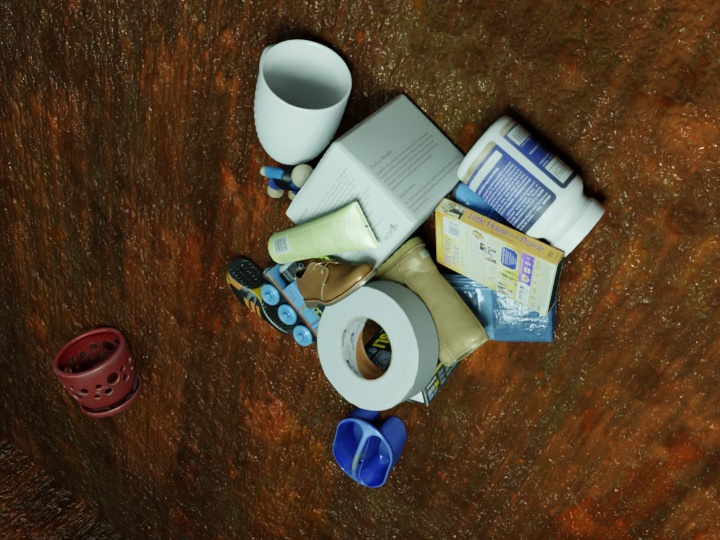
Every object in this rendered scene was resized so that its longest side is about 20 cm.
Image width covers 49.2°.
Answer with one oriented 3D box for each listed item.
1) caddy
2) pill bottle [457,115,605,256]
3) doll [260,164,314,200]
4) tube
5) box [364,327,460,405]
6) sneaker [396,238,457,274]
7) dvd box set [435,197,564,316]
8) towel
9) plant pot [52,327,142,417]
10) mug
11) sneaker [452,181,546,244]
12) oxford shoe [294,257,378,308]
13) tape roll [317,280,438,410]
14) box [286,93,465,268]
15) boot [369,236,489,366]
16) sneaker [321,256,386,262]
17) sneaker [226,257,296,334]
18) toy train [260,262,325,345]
[{"bbox_3d":[0.014,0.380,1.694,0.141,0.105,0.201,29,134,18],"label":"caddy"},{"bbox_3d":[0.247,-0.118,1.137,0.200,0.116,0.116,42,137,7],"label":"pill bottle"},{"bbox_3d":[-0.110,-0.157,1.373,0.200,0.135,0.049,173,105,-77],"label":"doll"},{"bbox_3d":[-0.058,-0.050,1.198,0.199,0.052,0.058,-13,154,43],"label":"tube"},{"bbox_3d":[0.094,0.143,1.389,0.159,0.200,0.050,8,126,35],"label":"box"},{"bbox_3d":[0.142,0.030,1.375,0.104,0.060,0.201,-18,102,43],"label":"sneaker"},{"bbox_3d":[0.205,-0.019,1.190,0.199,0.029,0.147,27,154,23],"label":"dvd box set"},{"bbox_3d":[0.219,0.062,1.286,0.198,0.049,0.113,1,106,18],"label":"towel"},{"bbox_3d":[-0.708,0.285,2.143,0.199,0.200,0.184,11,129,33],"label":"plant pot"},{"bbox_3d":[-0.115,-0.283,1.304,0.201,0.147,0.176,60,154,20],"label":"mug"},{"bbox_3d":[0.226,-0.067,1.197,0.200,0.066,0.078,43,167,-14],"label":"sneaker"},{"bbox_3d":[-0.047,0.011,1.217,0.199,0.071,0.072,-15,109,55],"label":"oxford shoe"},{"bbox_3d":[0.026,0.120,1.271,0.199,0.066,0.202,6,100,36],"label":"tape roll"},{"bbox_3d":[0.029,-0.127,1.244,0.171,0.199,0.200,45,139,2],"label":"box"},{"bbox_3d":[0.096,0.071,1.288,0.201,0.066,0.175,58,135,14],"label":"boot"},{"bbox_3d":[0.000,0.000,1.468,0.199,0.074,0.084,28,154,22],"label":"sneaker"},{"bbox_3d":[-0.210,0.063,1.684,0.200,0.070,0.090,45,152,3],"label":"sneaker"},{"bbox_3d":[-0.114,0.061,1.588,0.114,0.087,0.200,-38,91,38],"label":"toy train"}]
